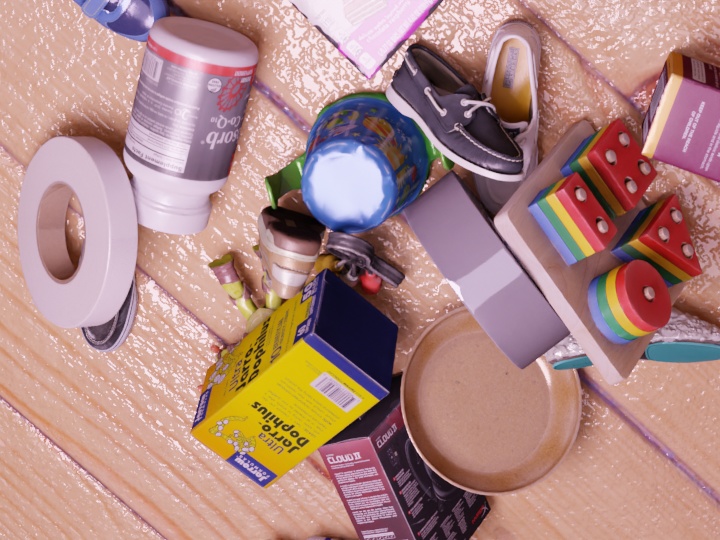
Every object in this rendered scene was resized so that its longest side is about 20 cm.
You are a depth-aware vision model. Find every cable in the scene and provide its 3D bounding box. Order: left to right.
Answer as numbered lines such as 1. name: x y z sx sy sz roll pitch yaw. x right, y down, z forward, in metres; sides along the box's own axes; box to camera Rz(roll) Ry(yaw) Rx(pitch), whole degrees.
1. cable: 0.000 0.000 1.546 0.096 0.200 0.051 23 88 -1

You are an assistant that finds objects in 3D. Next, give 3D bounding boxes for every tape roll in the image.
1. tape roll: -0.302 -0.040 1.600 0.202 0.037 0.206 4 96 49
2. tape roll: 0.126 -0.001 1.499 0.066 0.200 0.201 -38 98 8

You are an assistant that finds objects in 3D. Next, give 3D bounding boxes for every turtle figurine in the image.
1. turtle figurine: -0.111 0.059 1.644 0.198 0.064 0.163 -16 105 16

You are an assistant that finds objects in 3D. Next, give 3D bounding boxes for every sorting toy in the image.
1. sorting toy: 0.248 -0.030 1.464 0.069 0.200 0.200 -28 103 43

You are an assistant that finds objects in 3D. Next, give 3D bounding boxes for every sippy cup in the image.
1. sippy cup: -0.002 -0.101 1.533 0.139 0.130 0.178 40 111 -5

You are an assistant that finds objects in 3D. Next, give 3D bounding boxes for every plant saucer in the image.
1. plant saucer: 0.135 0.136 1.596 0.197 0.035 0.203 2 78 -12

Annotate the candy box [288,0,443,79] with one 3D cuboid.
1. candy box: -0.014 -0.310 1.500 0.200 0.061 0.136 43 112 -5

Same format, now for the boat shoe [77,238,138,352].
1. boat shoe: -0.284 0.002 1.655 0.071 0.071 0.202 10 111 7

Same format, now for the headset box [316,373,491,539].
1. headset box: 0.046 0.215 1.615 0.077 0.149 0.202 -16 107 35

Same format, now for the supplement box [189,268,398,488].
1. supplement box: -0.068 0.114 1.567 0.109 0.109 0.200 38 122 -20

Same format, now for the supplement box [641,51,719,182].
1. supplement box: 0.377 -0.131 1.457 0.198 0.110 0.087 20 112 4

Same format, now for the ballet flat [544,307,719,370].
1. ballet flat: 0.287 0.062 1.568 0.197 0.072 0.073 -4 108 6

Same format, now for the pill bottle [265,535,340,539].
1. pill bottle: -0.019 0.363 1.706 0.197 0.112 0.113 8 110 8

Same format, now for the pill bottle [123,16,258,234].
1. pill bottle: -0.181 -0.149 1.559 0.115 0.116 0.202 18 112 4

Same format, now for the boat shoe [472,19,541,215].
1. boat shoe: 0.148 -0.146 1.519 0.070 0.070 0.203 9 110 8

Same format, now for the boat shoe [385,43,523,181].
1. boat shoe: 0.095 -0.156 1.478 0.200 0.075 0.061 42 122 37

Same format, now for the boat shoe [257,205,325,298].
1. boat shoe: -0.078 -0.016 1.536 0.071 0.200 0.077 13 100 -2

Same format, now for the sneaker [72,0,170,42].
1. sneaker: -0.284 -0.303 1.545 0.199 0.082 0.074 39 110 -6
